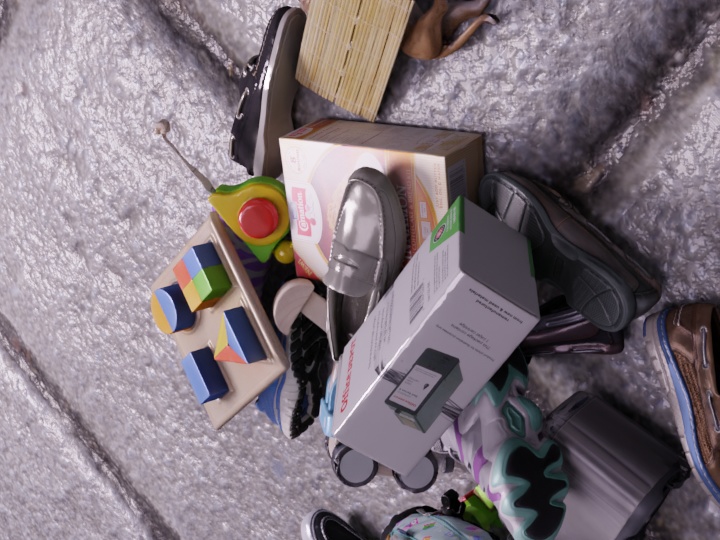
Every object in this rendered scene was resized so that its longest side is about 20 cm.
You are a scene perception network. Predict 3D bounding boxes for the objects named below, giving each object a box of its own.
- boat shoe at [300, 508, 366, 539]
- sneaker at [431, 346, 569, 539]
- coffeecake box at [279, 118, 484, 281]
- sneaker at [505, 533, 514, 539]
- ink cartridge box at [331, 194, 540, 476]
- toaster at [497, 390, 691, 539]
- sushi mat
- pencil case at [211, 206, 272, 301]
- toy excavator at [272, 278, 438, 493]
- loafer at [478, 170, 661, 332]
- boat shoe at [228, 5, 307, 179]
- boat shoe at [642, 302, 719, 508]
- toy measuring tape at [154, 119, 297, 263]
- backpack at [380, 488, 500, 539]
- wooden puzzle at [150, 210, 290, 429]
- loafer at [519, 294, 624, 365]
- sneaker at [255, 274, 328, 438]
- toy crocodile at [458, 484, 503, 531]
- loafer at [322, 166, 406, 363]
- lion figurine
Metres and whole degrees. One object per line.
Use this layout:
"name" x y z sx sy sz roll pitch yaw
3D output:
"boat shoe" 0.013 0.354 1.334 0.200 0.072 0.068 51 134 5
"sneaker" 0.115 0.173 1.056 0.140 0.077 0.202 -46 45 49
"coffeecake box" 0.024 -0.061 1.136 0.199 0.073 0.155 11 118 35
"sneaker" 0.148 0.349 1.205 0.078 0.089 0.201 29 127 13
"ink cartridge box" 0.063 0.057 1.003 0.084 0.146 0.201 30 117 -12
"toaster" 0.218 0.207 1.077 0.129 0.113 0.201 38 130 22
"sushi mat" -0.009 -0.215 1.067 0.095 0.012 0.200 29 154 3
"pencil case" -0.147 0.004 1.300 0.086 0.083 0.201 -114 35 -50
"toy excavator" -0.004 0.116 1.198 0.192 0.100 0.202 6 96 -8
"loafer" 0.188 -0.023 1.036 0.200 0.062 0.072 49 142 32
"boat shoe" -0.099 -0.186 1.184 0.060 0.074 0.201 29 133 20
"boat shoe" 0.316 0.123 0.988 0.072 0.072 0.201 -25 93 41
"toy measuring tape" -0.126 -0.091 1.183 0.073 0.074 0.200 -28 107 42
"backpack" 0.087 0.314 1.079 0.200 0.125 0.169 172 82 -74
"wooden puzzle" -0.166 0.062 1.236 0.200 0.046 0.186 -44 69 50
"loafer" 0.159 0.070 1.093 0.199 0.072 0.063 -19 101 39
"sneaker" -0.091 0.093 1.286 0.089 0.078 0.202 24 123 25
"toy crocodile" 0.110 0.282 1.228 0.062 0.067 0.201 43 128 24
"loafer" 0.000 0.000 1.087 0.069 0.070 0.202 20 125 32
"lion figurine" 0.029 -0.244 1.055 0.200 0.072 0.123 39 138 13
